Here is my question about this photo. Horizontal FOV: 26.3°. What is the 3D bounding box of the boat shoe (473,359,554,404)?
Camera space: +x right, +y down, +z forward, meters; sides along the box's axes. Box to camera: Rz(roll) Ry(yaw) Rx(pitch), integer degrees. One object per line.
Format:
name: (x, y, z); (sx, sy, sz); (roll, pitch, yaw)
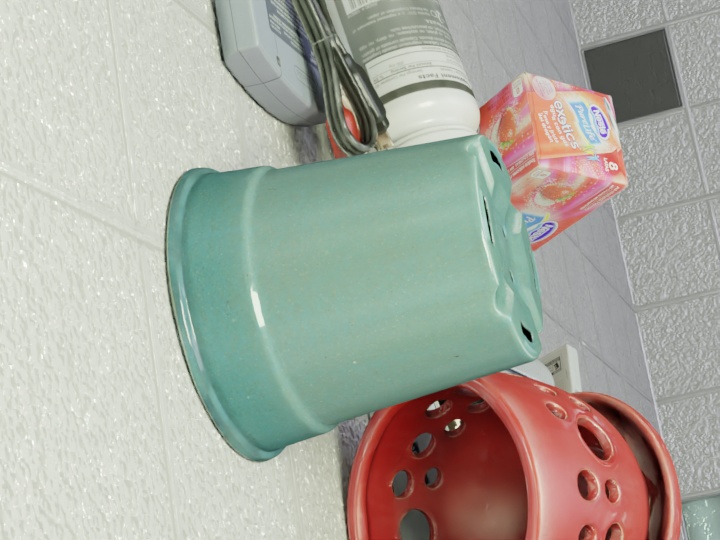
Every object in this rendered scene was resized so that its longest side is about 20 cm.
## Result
boat shoe: (0.070, 0.081, 1.323); (0.200, 0.071, 0.072); (31, 46, -17)

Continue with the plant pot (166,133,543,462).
plant pot: (0.006, 0.007, 0.998); (0.200, 0.196, 0.200); (-14, 90, -73)

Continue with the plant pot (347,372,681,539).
plant pot: (0.117, 0.177, 1.130); (0.182, 0.200, 0.201); (11, 63, -41)

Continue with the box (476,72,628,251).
box: (0.132, -0.079, 1.374); (0.103, 0.200, 0.095); (10, 61, -31)

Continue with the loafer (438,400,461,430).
loafer: (0.094, 0.171, 1.386); (0.073, 0.071, 0.200); (-22, 97, -74)

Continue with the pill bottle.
pill bottle: (0.036, -0.156, 1.333); (0.114, 0.114, 0.200); (41, 28, -63)

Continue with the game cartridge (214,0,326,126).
game cartridge: (-0.065, -0.187, 1.213); (0.200, 0.041, 0.133); (29, 53, -69)

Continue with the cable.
cable: (-0.032, -0.159, 1.203); (0.200, 0.050, 0.097); (60, 26, -10)

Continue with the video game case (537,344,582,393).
video game case: (0.162, 0.186, 1.497); (0.018, 0.143, 0.200); (28, 44, -33)

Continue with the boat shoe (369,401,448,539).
boat shoe: (0.058, 0.184, 1.269); (0.070, 0.071, 0.200); (24, 47, -67)
